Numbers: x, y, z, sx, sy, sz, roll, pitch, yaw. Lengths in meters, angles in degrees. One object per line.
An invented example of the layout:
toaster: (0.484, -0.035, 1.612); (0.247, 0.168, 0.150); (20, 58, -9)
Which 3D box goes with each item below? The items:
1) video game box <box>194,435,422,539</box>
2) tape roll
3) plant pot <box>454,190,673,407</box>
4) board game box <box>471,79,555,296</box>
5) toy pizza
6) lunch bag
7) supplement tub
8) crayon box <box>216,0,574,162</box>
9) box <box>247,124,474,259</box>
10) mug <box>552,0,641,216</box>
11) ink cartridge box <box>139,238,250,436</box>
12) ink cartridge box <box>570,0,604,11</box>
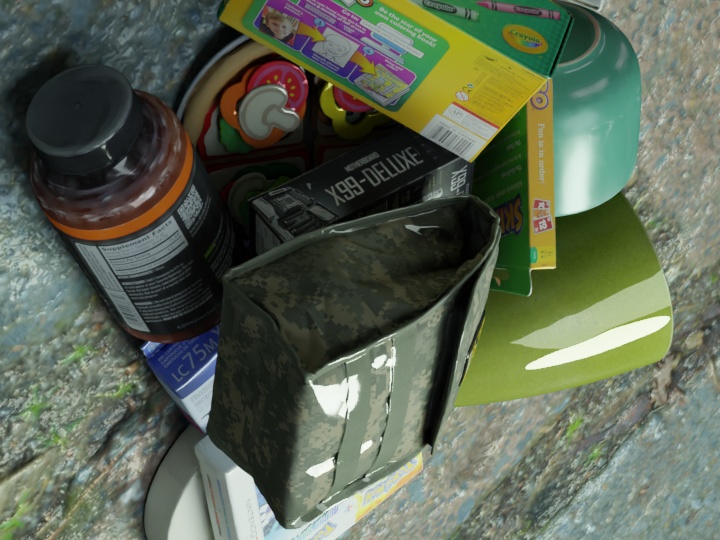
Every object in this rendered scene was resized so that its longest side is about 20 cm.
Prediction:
video game box: (-0.037, 0.152, 1.541); (0.199, 0.047, 0.183); (-36, 146, -24)
tape roll: (-0.089, 0.175, 1.578); (0.202, 0.037, 0.204); (-30, 141, -28)
plant pot: (0.124, 0.031, 1.579); (0.199, 0.187, 0.188); (-25, 140, -16)
board game box: (0.101, -0.086, 1.309); (0.030, 0.095, 0.202); (-1, 94, -22)
toy pizza: (-0.033, -0.087, 1.324); (0.198, 0.032, 0.202); (-8, 128, -11)
lunch bag: (0.009, 0.051, 1.251); (0.199, 0.118, 0.165); (-26, 147, -30)
supplement tub: (-0.148, -0.046, 1.240); (0.107, 0.107, 0.201); (-41, 144, -13)
crayon box: (0.020, -0.162, 1.214); (0.119, 0.199, 0.059); (-46, -162, 57)
box: (0.000, 0.000, 1.335); (0.157, 0.050, 0.201); (-28, 146, -23)
mug: (0.141, -0.123, 1.426); (0.151, 0.186, 0.115); (-14, 133, -11)
ink cartridge box: (-0.093, 0.055, 1.407); (0.119, 0.042, 0.200); (-43, 161, -9)
ink cartridge box: (0.154, -0.259, 1.300); (0.200, 0.083, 0.145); (-47, 159, -78)
